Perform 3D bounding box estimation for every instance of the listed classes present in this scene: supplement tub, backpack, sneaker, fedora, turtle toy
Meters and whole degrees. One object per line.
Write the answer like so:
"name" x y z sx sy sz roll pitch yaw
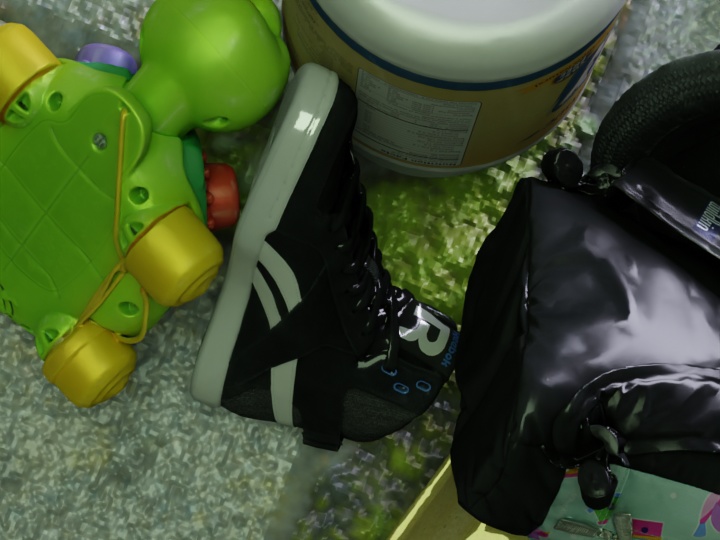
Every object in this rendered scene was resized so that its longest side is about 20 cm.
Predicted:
"supplement tub" 0.038 -0.124 0.863 0.143 0.200 0.146 1 78 -2
"backpack" 0.139 0.060 0.856 0.198 0.127 0.168 19 55 -15
"sneaker" 0.000 0.000 0.877 0.111 0.201 0.073 19 49 -2
"fedora" 0.202 -0.041 0.895 0.199 0.201 0.092 23 51 5
"turtle toy" -0.106 -0.046 0.898 0.146 0.101 0.200 48 124 6

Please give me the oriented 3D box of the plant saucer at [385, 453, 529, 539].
"plant saucer" 0.074 0.200 0.906 0.199 0.048 0.201 38 86 5
